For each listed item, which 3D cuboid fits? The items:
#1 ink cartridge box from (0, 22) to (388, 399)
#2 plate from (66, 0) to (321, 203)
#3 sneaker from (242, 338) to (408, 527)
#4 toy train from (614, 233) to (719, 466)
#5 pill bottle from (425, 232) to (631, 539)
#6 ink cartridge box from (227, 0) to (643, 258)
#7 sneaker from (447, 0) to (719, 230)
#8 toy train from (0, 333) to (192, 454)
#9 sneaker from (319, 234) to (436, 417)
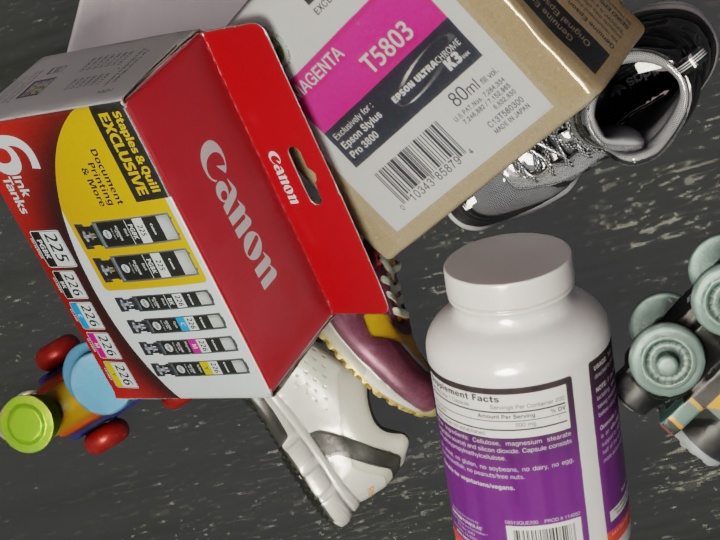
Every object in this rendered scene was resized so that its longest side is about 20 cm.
[{"bbox_3d":[-0.102,-0.029,0.935,0.174,0.084,0.201,-4,123,37],"label":"ink cartridge box"},{"bbox_3d":[-0.091,-0.133,1.036,0.198,0.032,0.202,9,79,15],"label":"plate"},{"bbox_3d":[-0.043,0.068,1.079,0.080,0.074,0.201,-34,85,-9],"label":"sneaker"},{"bbox_3d":[0.245,0.030,0.976,0.114,0.085,0.200,41,109,-5],"label":"toy train"},{"bbox_3d":[0.101,0.084,0.988,0.111,0.113,0.202,-3,113,16],"label":"pill bottle"},{"bbox_3d":[0.027,-0.123,0.890,0.165,0.075,0.200,44,138,-6],"label":"ink cartridge box"},{"bbox_3d":[0.124,-0.085,0.965,0.199,0.114,0.076,-36,98,18],"label":"sneaker"},{"bbox_3d":[-0.207,0.095,1.096,0.199,0.116,0.085,-31,91,19],"label":"toy train"},{"bbox_3d":[0.000,0.000,1.032,0.090,0.075,0.200,-42,79,2],"label":"sneaker"}]
